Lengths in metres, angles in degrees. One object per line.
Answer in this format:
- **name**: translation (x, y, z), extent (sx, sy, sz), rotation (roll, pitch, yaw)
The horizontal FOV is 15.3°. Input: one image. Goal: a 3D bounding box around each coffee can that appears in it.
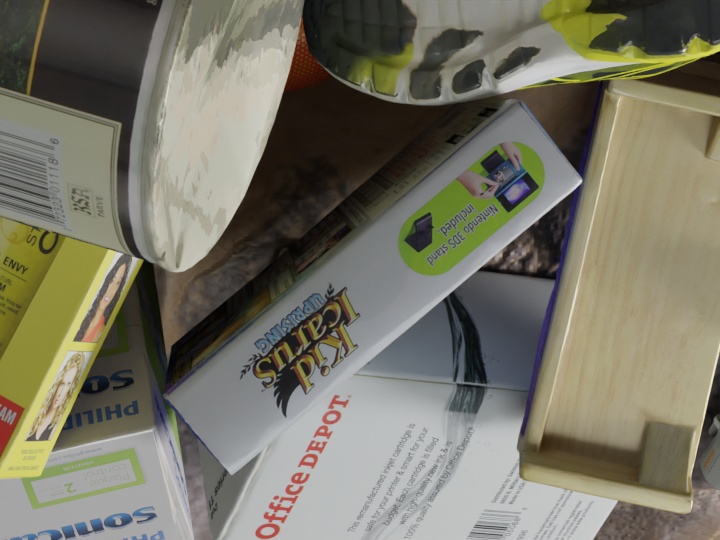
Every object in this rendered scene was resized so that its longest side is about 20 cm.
- **coffee can**: translation (-0.134, -0.096, 0.915), extent (0.199, 0.147, 0.147), rotation (16, 139, 11)

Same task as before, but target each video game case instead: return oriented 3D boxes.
- **video game case**: translation (0.000, 0.000, 1.128), extent (0.181, 0.200, 0.046), rotation (-39, 95, 1)

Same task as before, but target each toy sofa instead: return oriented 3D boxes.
- **toy sofa**: translation (0.130, 0.001, 1.225), extent (0.082, 0.098, 0.201), rotation (11, 105, 0)

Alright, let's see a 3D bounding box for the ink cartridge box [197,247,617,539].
- **ink cartridge box**: translation (0.033, 0.074, 1.326), extent (0.199, 0.083, 0.147), rotation (7, 135, -23)

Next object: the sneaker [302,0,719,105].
- **sneaker**: translation (0.074, -0.100, 1.069), extent (0.199, 0.075, 0.085), rotation (1, 177, 24)

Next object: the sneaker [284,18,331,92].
- **sneaker**: translation (-0.100, -0.086, 1.124), extent (0.199, 0.077, 0.073), rotation (-2, 138, -13)

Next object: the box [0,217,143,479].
- **box**: translation (-0.117, -0.025, 1.026), extent (0.201, 0.075, 0.050), rotation (-63, 166, 4)

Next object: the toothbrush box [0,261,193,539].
- **toothbrush box**: translation (-0.159, 0.032, 1.145), extent (0.145, 0.201, 0.086), rotation (-12, 139, 0)

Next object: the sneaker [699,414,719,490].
- **sneaker**: translation (0.216, 0.080, 1.391), extent (0.092, 0.076, 0.200), rotation (-16, 137, 11)
